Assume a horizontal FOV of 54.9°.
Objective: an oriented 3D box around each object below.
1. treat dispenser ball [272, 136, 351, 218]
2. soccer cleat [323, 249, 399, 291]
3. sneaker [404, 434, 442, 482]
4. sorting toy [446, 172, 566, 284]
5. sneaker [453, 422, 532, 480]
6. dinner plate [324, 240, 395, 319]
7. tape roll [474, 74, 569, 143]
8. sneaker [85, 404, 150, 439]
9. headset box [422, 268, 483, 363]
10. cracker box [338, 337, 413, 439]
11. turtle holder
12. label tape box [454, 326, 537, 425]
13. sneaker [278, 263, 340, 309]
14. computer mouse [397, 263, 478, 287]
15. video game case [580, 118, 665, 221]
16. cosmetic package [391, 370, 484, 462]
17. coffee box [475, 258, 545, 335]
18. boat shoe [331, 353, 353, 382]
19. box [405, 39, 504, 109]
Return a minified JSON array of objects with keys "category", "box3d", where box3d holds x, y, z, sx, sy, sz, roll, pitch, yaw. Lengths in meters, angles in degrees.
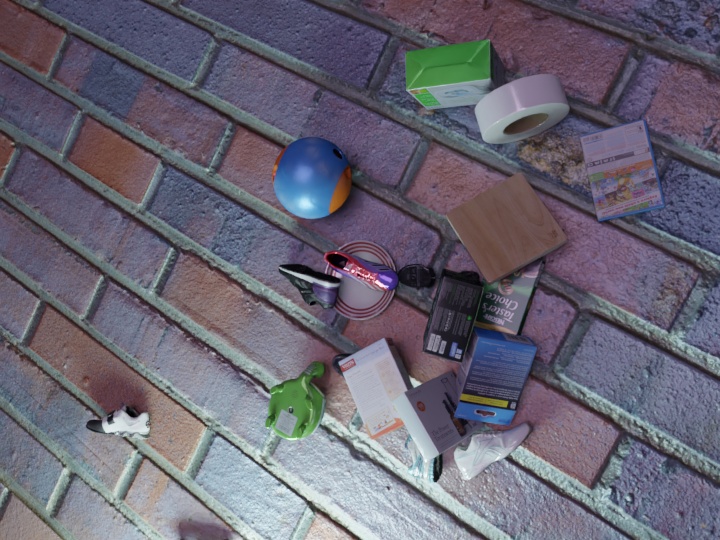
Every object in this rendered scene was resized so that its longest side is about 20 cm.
[{"category":"treat dispenser ball","box3d":[-0.121,-0.231,1.733,0.199,0.201,0.203,-2,85,22]},{"category":"soccer cleat","box3d":[0.000,0.000,1.709,0.199,0.073,0.069,23,94,23]},{"category":"sneaker","box3d":[0.143,0.397,1.642,0.086,0.077,0.202,-1,85,25]},{"category":"sorting toy","box3d":[0.329,-0.086,1.574,0.198,0.070,0.201,-29,63,2]},{"category":"sneaker","box3d":[0.298,0.397,1.581,0.200,0.070,0.081,-37,74,15]},{"category":"dinner plate","box3d":[0.000,0.025,1.759,0.198,0.024,0.202,-2,84,21]},{"category":"tape roll","box3d":[0.361,-0.358,1.551,0.201,0.202,0.071,-19,78,19]},{"category":"sneaker","box3d":[-0.688,0.426,1.981,0.198,0.074,0.089,2,86,12]},{"category":"headset box","box3d":[0.206,0.097,1.572,0.092,0.200,0.176,16,96,4]},{"category":"cracker box","box3d":[0.050,0.276,1.631,0.133,0.058,0.201,-29,74,17]},{"category":"turtle holder","box3d":[-0.154,0.327,1.738,0.140,0.132,0.187,-9,81,22]},{"category":"label tape box","box3d":[0.295,0.238,1.559,0.142,0.066,0.202,11,109,-11]},{"category":"sneaker","box3d":[-0.142,0.043,1.780,0.199,0.075,0.088,20,108,38]},{"category":"computer mouse","box3d":[0.188,0.015,1.683,0.198,0.034,0.059,4,102,15]},{"category":"video game case","box3d":[0.583,-0.222,1.547,0.142,0.018,0.202,-13,81,20]},{"category":"cosmetic package","box3d":[0.178,0.324,1.565,0.052,0.199,0.151,-44,70,35]},{"category":"coffee box","box3d":[0.339,0.053,1.608,0.122,0.044,0.202,21,93,22]},{"category":"boat shoe","box3d":[0.010,0.259,1.714,0.199,0.062,0.075,26,95,22]},{"category":"box","box3d":[0.225,-0.456,1.626,0.198,0.176,0.098,-2,86,21]}]
